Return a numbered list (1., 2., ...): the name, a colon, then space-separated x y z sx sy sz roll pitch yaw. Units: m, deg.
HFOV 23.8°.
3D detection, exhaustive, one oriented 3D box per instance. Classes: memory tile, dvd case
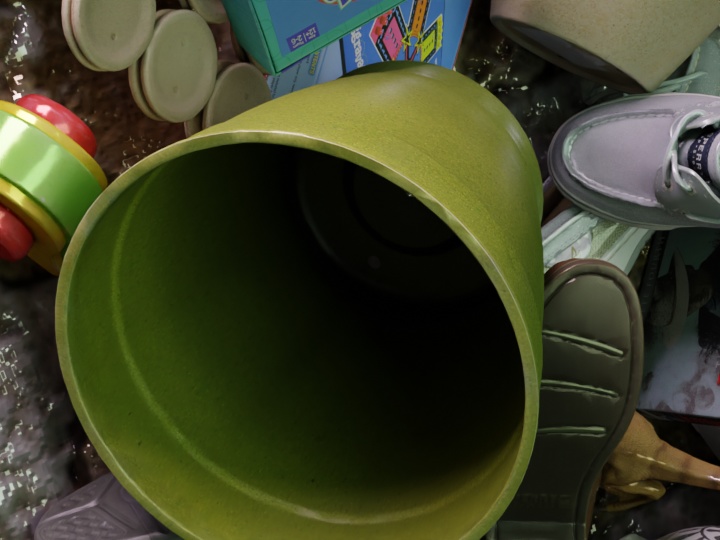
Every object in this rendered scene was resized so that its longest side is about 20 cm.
1. memory tile: -0.060 -0.160 0.772 0.153 0.017 0.201 36 69 -54
2. dvd case: 0.218 0.012 0.889 0.022 0.200 0.147 22 80 -29

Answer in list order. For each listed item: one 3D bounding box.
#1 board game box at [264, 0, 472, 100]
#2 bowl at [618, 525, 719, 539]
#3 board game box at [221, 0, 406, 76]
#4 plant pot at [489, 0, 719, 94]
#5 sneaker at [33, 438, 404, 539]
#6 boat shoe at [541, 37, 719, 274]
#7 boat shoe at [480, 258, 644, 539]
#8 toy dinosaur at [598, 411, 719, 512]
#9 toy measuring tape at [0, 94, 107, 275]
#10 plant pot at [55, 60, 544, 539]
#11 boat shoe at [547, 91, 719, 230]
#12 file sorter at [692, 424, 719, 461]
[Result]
1. board game box: 0.012 -0.151 0.870 0.102 0.019 0.202 21 79 -27
2. bowl: 0.153 0.201 0.893 0.094 0.201 0.201 37 63 22
3. board game box: -0.012 -0.204 0.718 0.151 0.045 0.201 -30 129 -13
4. plant pot: 0.149 -0.200 0.878 0.186 0.187 0.201 25 91 -28
5. sneaker: -0.049 0.138 0.799 0.198 0.076 0.115 -11 115 -17
6. boat shoe: 0.131 -0.053 0.913 0.065 0.074 0.202 41 78 -24
7. boat shoe: 0.088 0.083 0.835 0.071 0.068 0.202 11 106 -4
8. toy dinosaur: 0.143 0.096 0.887 0.199 0.106 0.061 20 81 15
9. toy measuring tape: -0.121 -0.018 0.761 0.200 0.073 0.074 41 71 -24
10. plant pot: 0.000 0.000 0.745 0.201 0.199 0.193 63 27 -15
11. boat shoe: 0.179 -0.055 0.818 0.071 0.199 0.071 20 78 -64
12. file sorter: 0.290 0.105 0.916 0.124 0.200 0.139 -39 110 -5
